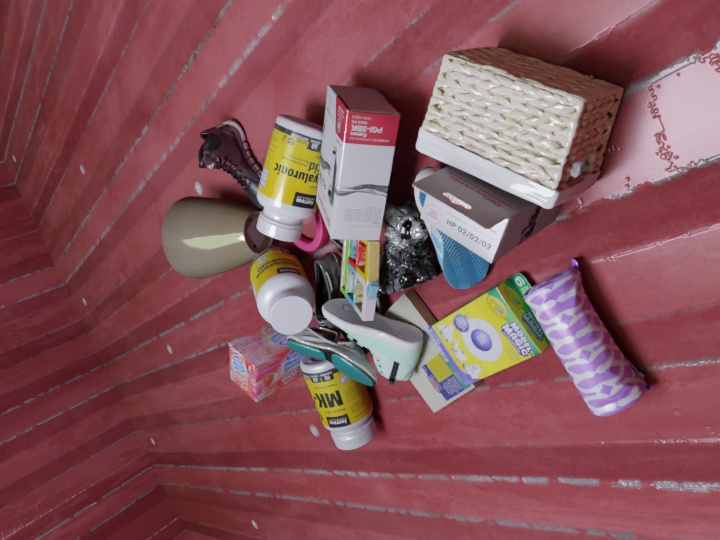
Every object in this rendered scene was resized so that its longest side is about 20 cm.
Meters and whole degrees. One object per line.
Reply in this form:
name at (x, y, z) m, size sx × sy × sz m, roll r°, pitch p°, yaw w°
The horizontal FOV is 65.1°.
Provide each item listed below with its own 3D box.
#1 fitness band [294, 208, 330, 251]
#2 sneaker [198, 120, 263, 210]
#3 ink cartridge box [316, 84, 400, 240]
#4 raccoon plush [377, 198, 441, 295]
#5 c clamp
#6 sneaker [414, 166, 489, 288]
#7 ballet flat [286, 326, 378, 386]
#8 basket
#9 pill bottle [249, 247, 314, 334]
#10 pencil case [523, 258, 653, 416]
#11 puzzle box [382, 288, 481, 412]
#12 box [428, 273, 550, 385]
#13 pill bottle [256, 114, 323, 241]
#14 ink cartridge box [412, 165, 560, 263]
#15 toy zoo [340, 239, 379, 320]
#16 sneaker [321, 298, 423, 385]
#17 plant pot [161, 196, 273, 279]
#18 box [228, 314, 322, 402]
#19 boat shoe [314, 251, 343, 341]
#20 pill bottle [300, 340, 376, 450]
fitness band at (-0.120, -0.134, 1.102) m, size 0.143 × 0.037 × 0.202 m, roll 10°, pitch 119°, yaw 43°
sneaker at (-0.271, -0.205, 1.164) m, size 0.075 × 0.115 × 0.201 m, roll -27°, pitch 90°, yaw 50°
ink cartridge box at (-0.010, -0.166, 0.873) m, size 0.147 × 0.082 × 0.201 m, roll -115°, pitch 29°, yaw -56°
raccoon plush at (0.041, -0.031, 0.931) m, size 0.199 × 0.096 × 0.135 m, roll -20°, pitch 89°, yaw 39°
c clamp at (-0.015, 0.059, 1.099) m, size 0.171 × 0.027 × 0.201 m, roll 40°, pitch 133°, yaw 39°
sneaker at (0.137, -0.063, 0.842) m, size 0.076 × 0.081 × 0.201 m, roll -20°, pitch 118°, yaw 7°
ballet flat at (-0.046, 0.150, 1.073) m, size 0.199 × 0.069 × 0.070 m, roll 21°, pitch 127°, yaw 19°
basket at (0.187, -0.180, 0.673) m, size 0.199 × 0.135 × 0.124 m, roll 32°, pitch 129°, yaw 31°
pill bottle at (-0.153, 0.041, 1.115) m, size 0.200 × 0.111 × 0.113 m, roll -125°, pitch 28°, yaw -60°
pencil case at (0.298, 0.093, 0.746) m, size 0.085 × 0.084 × 0.201 m, roll -32°, pitch 88°, yaw 15°
puzzle box at (0.113, 0.147, 1.013) m, size 0.201 × 0.025 × 0.133 m, roll 54°, pitch 139°, yaw 11°
box at (0.205, 0.094, 0.872) m, size 0.118 × 0.048 × 0.200 m, roll 56°, pitch 138°, yaw 7°
pill bottle at (-0.117, -0.158, 0.985) m, size 0.111 × 0.111 × 0.201 m, roll 30°, pitch 111°, yaw 33°
ink cartridge box at (0.158, -0.083, 0.705) m, size 0.115 × 0.199 × 0.068 m, roll 36°, pitch 133°, yaw 28°
toy zoo at (0.000, 0.000, 0.954) m, size 0.200 × 0.020 × 0.132 m, roll -135°, pitch 47°, yaw -69°
sneaker at (0.013, 0.132, 1.020) m, size 0.199 × 0.074 × 0.119 m, roll 23°, pitch 128°, yaw 23°
plant pot at (-0.293, -0.076, 1.229) m, size 0.199 × 0.187 × 0.189 m, roll -1°, pitch 110°, yaw 34°
box at (-0.169, 0.172, 1.193) m, size 0.094 × 0.199 × 0.103 m, roll 30°, pitch 129°, yaw 35°
boat shoe at (-0.069, 0.057, 1.097) m, size 0.067 × 0.057 × 0.202 m, roll 34°, pitch 128°, yaw 42°
pill bottle at (-0.040, 0.258, 1.169) m, size 0.114 × 0.114 × 0.201 m, roll -4°, pitch 111°, yaw 48°
